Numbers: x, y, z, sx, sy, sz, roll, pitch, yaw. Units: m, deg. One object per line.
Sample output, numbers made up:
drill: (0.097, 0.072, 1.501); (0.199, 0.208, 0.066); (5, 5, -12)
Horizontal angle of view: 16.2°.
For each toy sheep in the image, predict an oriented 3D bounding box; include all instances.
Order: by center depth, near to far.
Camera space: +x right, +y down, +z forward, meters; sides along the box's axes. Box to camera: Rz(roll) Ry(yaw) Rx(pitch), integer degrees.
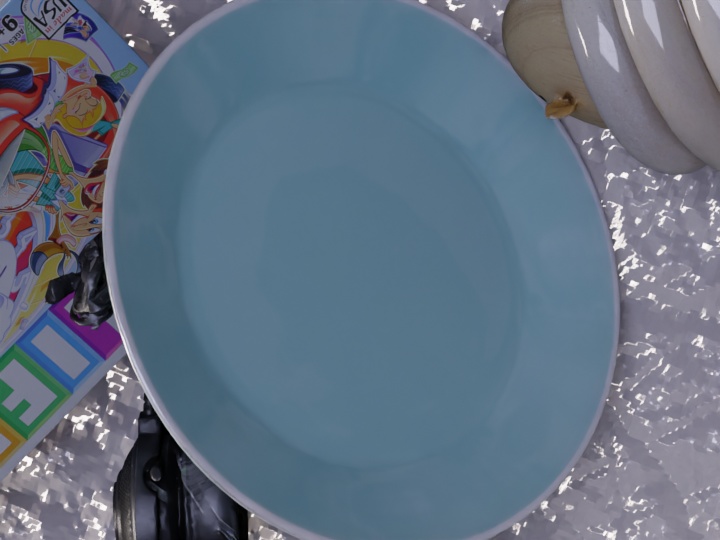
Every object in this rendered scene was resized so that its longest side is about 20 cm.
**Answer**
toy sheep: (0.135, -0.099, 0.822); (0.199, 0.138, 0.138); (-17, 89, 32)

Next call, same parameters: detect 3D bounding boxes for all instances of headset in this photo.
headset: (-0.038, 0.072, 0.884); (0.123, 0.094, 0.200); (-31, 102, 8)

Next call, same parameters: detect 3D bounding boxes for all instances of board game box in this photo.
board game box: (-0.142, 0.000, 0.880); (0.200, 0.134, 0.034); (-46, 38, -1)

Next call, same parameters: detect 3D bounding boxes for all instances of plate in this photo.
plate: (0.000, 0.000, 0.858); (0.026, 0.200, 0.201); (-29, 85, 56)
